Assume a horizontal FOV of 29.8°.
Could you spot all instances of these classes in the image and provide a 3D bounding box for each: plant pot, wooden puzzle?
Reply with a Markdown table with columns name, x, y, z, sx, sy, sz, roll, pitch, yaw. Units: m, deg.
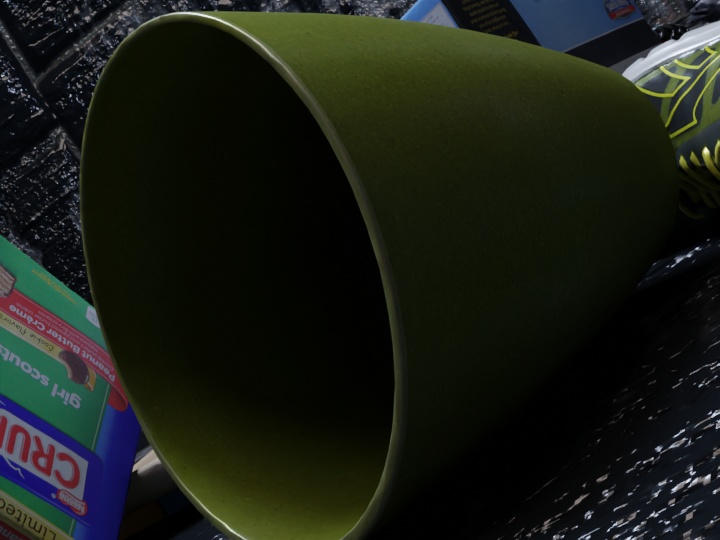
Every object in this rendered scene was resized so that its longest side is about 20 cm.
| name | x | y | z | sx | sy | sz | roll | pitch | yaw |
| --- | --- | --- | --- | --- | --- | --- | --- | --- | --- |
| plant pot | 0.026 | -0.015 | 0.516 | 0.198 | 0.190 | 0.186 | -18 | -7 | -38 |
| wooden puzzle | -0.113 | 0.126 | 0.876 | 0.184 | 0.038 | 0.199 | -31 | 0 | 33 |

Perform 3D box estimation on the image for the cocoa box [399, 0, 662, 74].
| name | x | y | z | sx | sy | sz | roll | pitch | yaw |
| --- | --- | --- | --- | --- | --- | --- | --- | --- | --- |
| cocoa box | 0.101 | -0.124 | 0.924 | 0.199 | 0.132 | 0.133 | -28 | -8 | -46 |

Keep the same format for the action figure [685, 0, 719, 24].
| name | x | y | z | sx | sy | sz | roll | pitch | yaw |
| --- | --- | --- | --- | --- | --- | --- | --- | --- | --- |
| action figure | 0.332 | -0.236 | 1.093 | 0.118 | 0.102 | 0.202 | -21 | 37 | 36 |

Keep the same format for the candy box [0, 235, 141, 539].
| name | x | y | z | sx | sy | sz | roll | pitch | yaw |
| --- | --- | --- | --- | --- | --- | --- | --- | --- | --- |
| candy box | -0.208 | 0.078 | 0.746 | 0.077 | 0.169 | 0.201 | -39 | 25 | 24 |

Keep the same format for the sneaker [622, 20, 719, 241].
| name | x | y | z | sx | sy | sz | roll | pitch | yaw |
| --- | --- | --- | --- | --- | --- | --- | --- | --- | --- |
| sneaker | 0.151 | -0.059 | 0.550 | 0.200 | 0.074 | 0.085 | -47 | 13 | 49 |

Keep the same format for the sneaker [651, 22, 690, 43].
| name | x | y | z | sx | sy | sz | roll | pitch | yaw |
| --- | --- | --- | --- | --- | --- | --- | --- | --- | --- |
| sneaker | 0.208 | -0.135 | 1.175 | 0.198 | 0.080 | 0.096 | -27 | -8 | -18 |
